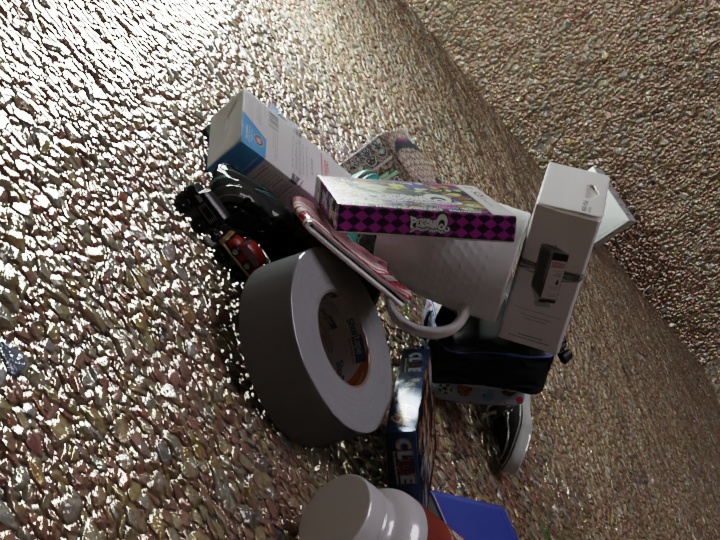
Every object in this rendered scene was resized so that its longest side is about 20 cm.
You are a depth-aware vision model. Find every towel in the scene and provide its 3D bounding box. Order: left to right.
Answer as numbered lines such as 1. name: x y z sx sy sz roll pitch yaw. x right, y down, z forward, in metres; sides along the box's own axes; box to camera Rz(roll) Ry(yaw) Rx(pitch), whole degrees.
1. towel: -0.014 -0.026 1.231 0.144 0.023 0.200 39 3 -12

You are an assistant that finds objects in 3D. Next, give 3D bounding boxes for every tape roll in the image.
1. tape roll: -0.043 0.080 1.152 0.200 0.066 0.200 44 35 -43

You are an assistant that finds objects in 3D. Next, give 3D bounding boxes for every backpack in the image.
1. backpack: 0.170 0.090 1.538 0.200 0.154 0.191 10 39 -10

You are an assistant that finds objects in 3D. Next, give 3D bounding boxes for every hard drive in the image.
1. hard drive: 0.146 0.334 1.316 0.200 0.025 0.132 27 34 -54

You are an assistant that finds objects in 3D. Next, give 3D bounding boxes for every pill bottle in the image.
1. pill bottle: 0.038 0.275 1.026 0.200 0.112 0.112 43 22 -31

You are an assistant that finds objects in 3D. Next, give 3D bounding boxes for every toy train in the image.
1. toy train: -0.128 -0.014 1.210 0.200 0.046 0.034 53 19 -8

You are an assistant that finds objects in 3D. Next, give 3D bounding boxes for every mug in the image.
1. mug: 0.104 -0.007 1.407 0.175 0.200 0.148 18 -20 9

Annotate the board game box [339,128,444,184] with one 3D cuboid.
1. board game box: 0.073 -0.121 1.798 0.200 0.097 0.159 55 19 0

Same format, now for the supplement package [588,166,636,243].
1. supplement package: 0.727 -0.194 3.413 0.200 0.152 0.151 59 20 11

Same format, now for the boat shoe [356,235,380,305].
1. boat shoe: 0.000 0.000 1.468 0.071 0.064 0.200 44 22 -29

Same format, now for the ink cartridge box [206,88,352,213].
1. ink cartridge box: -0.097 -0.122 1.394 0.200 0.067 0.116 37 30 -30

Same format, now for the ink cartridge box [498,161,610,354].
1. ink cartridge box: 0.248 -0.019 1.416 0.083 0.200 0.147 16 30 8

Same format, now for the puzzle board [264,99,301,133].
1. puzzle board: -0.075 -0.151 1.617 0.200 0.017 0.151 46 21 -23

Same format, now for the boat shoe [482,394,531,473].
1. boat shoe: 0.208 0.212 1.605 0.064 0.071 0.200 19 36 -6

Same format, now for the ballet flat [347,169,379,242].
1. ballet flat: -0.027 -0.081 1.487 0.200 0.070 0.067 -67 153 -55

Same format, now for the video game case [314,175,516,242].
1. video game case: 0.057 -0.072 1.254 0.181 0.200 0.036 -122 -144 -73

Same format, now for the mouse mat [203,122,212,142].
1. mouse mat: -0.121 -0.118 1.452 0.200 0.008 0.161 56 22 -4

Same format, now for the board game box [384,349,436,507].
1. board game box: 0.058 0.190 1.231 0.200 0.035 0.136 -70 157 -67

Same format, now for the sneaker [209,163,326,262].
1. sneaker: -0.101 -0.058 1.307 0.200 0.075 0.079 40 21 -38
